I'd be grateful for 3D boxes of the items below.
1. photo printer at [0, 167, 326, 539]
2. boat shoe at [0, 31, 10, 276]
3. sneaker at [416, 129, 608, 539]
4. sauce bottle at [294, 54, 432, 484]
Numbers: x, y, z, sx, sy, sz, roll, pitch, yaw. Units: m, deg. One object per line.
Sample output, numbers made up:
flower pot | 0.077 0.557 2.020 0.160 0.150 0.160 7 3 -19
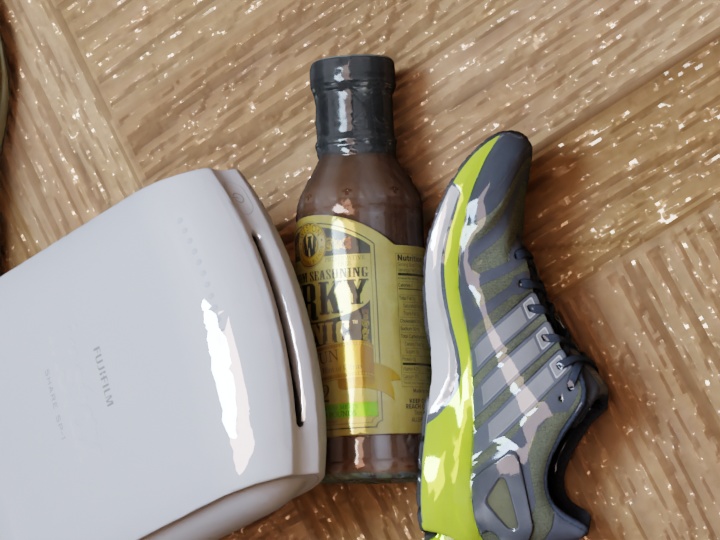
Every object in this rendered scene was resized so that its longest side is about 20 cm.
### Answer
photo printer | -0.101 0.054 1.382 0.200 0.069 0.167 -28 70 40
boat shoe | -0.219 -0.067 1.467 0.075 0.074 0.201 -7 87 14
sneaker | 0.075 0.036 1.347 0.081 0.074 0.201 2 94 17
sauce bottle | 0.000 0.000 1.380 0.064 0.065 0.201 -7 82 23
